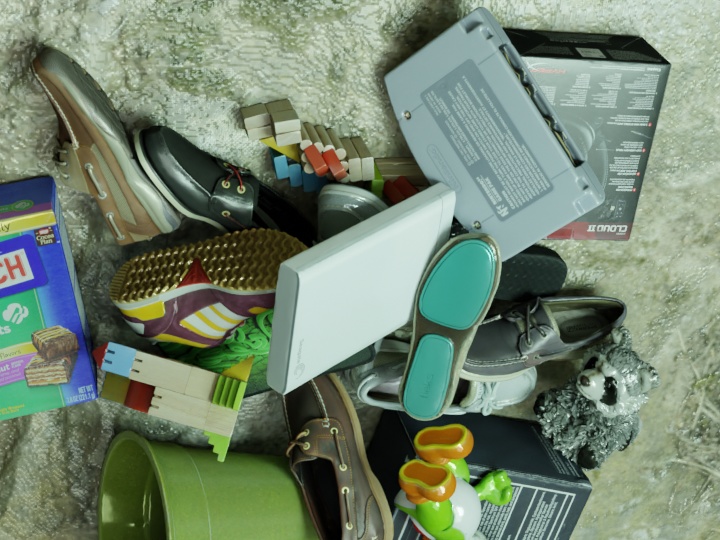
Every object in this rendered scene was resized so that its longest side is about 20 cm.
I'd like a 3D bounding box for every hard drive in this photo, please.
[{"bbox_3d":[0.002,0.014,1.338,0.200,0.027,0.132,-28,139,-39],"label":"hard drive"}]

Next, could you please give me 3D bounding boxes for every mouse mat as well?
[{"bbox_3d":[-0.103,0.053,1.430,0.200,0.008,0.161,-17,126,26],"label":"mouse mat"}]

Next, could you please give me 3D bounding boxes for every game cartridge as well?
[{"bbox_3d":[0.111,-0.115,1.353,0.133,0.040,0.200,-32,91,33],"label":"game cartridge"}]

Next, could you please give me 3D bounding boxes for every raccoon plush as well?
[{"bbox_3d":[0.258,0.115,1.535,0.097,0.200,0.134,46,114,13],"label":"raccoon plush"}]

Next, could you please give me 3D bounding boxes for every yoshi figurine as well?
[{"bbox_3d":[0.108,0.248,1.447,0.112,0.112,0.200,-24,123,-9],"label":"yoshi figurine"}]

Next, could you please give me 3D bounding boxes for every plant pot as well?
[{"bbox_3d":[-0.135,0.249,1.492,0.189,0.200,0.201,-2,120,-28],"label":"plant pot"}]

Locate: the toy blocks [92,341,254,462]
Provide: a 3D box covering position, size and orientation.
[{"bbox_3d":[-0.175,0.106,1.396,0.136,0.200,0.100,16,85,-3],"label":"toy blocks"}]

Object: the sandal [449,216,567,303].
[{"bbox_3d":[0.112,-0.012,1.482,0.200,0.048,0.075,17,115,-37],"label":"sandal"}]

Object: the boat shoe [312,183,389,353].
[{"bbox_3d":[-0.001,0.000,1.407,0.074,0.065,0.202,7,143,13],"label":"boat shoe"}]

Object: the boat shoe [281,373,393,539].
[{"bbox_3d":[-0.034,0.178,1.461,0.070,0.200,0.070,-7,154,-40],"label":"boat shoe"}]

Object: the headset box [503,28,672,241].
[{"bbox_3d":[0.187,-0.115,1.421,0.148,0.077,0.201,0,119,-14],"label":"headset box"}]

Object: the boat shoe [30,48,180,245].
[{"bbox_3d":[-0.231,-0.098,1.322,0.072,0.076,0.200,-29,120,4],"label":"boat shoe"}]

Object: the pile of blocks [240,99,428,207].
[{"bbox_3d":[-0.023,-0.085,1.390,0.200,0.062,0.082,22,111,-24],"label":"pile of blocks"}]

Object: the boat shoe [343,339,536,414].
[{"bbox_3d":[0.084,0.112,1.517,0.201,0.065,0.075,8,117,-21],"label":"boat shoe"}]

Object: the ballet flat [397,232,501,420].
[{"bbox_3d":[0.079,0.044,1.407,0.067,0.062,0.200,22,115,3],"label":"ballet flat"}]

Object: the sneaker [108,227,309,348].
[{"bbox_3d":[-0.118,0.022,1.361,0.199,0.075,0.090,-5,139,21],"label":"sneaker"}]

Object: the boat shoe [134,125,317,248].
[{"bbox_3d":[-0.118,-0.070,1.361,0.063,0.074,0.201,-29,130,25],"label":"boat shoe"}]

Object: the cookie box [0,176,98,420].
[{"bbox_3d":[-0.336,0.033,1.365,0.171,0.075,0.201,-12,120,-7],"label":"cookie box"}]

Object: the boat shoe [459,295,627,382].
[{"bbox_3d":[0.171,0.058,1.492,0.199,0.072,0.065,-7,147,-26],"label":"boat shoe"}]

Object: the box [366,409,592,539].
[{"bbox_3d":[0.098,0.254,1.575,0.198,0.123,0.200,12,112,-21],"label":"box"}]
